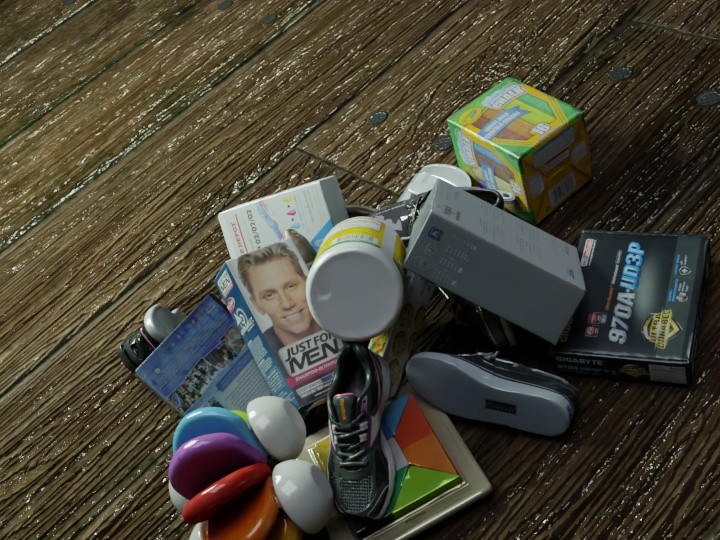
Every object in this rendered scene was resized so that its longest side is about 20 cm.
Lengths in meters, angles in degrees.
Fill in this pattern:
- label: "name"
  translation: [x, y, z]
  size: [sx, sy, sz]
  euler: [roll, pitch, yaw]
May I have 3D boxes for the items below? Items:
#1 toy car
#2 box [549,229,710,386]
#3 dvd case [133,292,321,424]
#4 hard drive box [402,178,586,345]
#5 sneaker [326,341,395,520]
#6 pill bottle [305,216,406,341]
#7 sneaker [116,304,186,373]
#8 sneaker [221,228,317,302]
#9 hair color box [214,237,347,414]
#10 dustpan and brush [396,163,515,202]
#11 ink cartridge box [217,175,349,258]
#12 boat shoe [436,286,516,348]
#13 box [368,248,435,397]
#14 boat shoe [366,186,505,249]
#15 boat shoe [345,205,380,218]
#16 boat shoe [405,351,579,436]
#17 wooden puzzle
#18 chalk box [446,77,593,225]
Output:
- label: "toy car"
  translation: [-0.141, 0.231, 1.072]
  size: [0.174, 0.150, 0.201]
  euler: [-38, 51, 12]
- label: "box"
  translation: [0.325, 0.040, 1.181]
  size: [0.157, 0.046, 0.201]
  euler: [4, 49, 26]
- label: "dvd case"
  translation: [-0.156, 0.140, 1.212]
  size: [0.200, 0.018, 0.143]
  euler: [41, 61, 2]
- label: "hard drive box"
  translation: [0.158, -0.016, 1.171]
  size: [0.198, 0.077, 0.156]
  euler: [27, 21, -1]
- label: "sneaker"
  translation: [-0.011, 0.171, 1.093]
  size: [0.079, 0.086, 0.202]
  euler: [-11, 60, 14]
- label: "pill bottle"
  translation: [0.000, 0.000, 1.177]
  size: [0.111, 0.114, 0.200]
  euler: [-15, 15, 8]
- label: "sneaker"
  translation: [-0.276, 0.100, 1.307]
  size: [0.099, 0.071, 0.200]
  euler: [-37, -1, -2]
- label: "sneaker"
  translation: [-0.139, 0.019, 1.339]
  size: [0.199, 0.070, 0.076]
  euler: [-32, 78, 20]
- label: "hair color box"
  translation: [-0.089, 0.070, 1.219]
  size: [0.099, 0.061, 0.201]
  euler: [-22, 76, -31]
- label: "dustpan and brush"
  translation: [0.130, -0.101, 1.397]
  size: [0.198, 0.058, 0.140]
  euler: [13, 53, 30]
- label: "ink cartridge box"
  translation: [-0.114, -0.047, 1.375]
  size: [0.198, 0.116, 0.068]
  euler: [-15, 7, 23]
- label: "boat shoe"
  translation: [0.137, 0.038, 1.247]
  size: [0.060, 0.073, 0.202]
  euler: [-25, 36, -1]
- label: "box"
  translation: [0.050, 0.061, 1.224]
  size: [0.039, 0.041, 0.201]
  euler: [-14, 45, 50]
- label: "boat shoe"
  translation: [0.094, -0.075, 1.308]
  size: [0.197, 0.065, 0.073]
  euler: [-9, 69, 3]
- label: "boat shoe"
  translation: [-0.018, -0.064, 1.418]
  size: [0.198, 0.073, 0.076]
  euler: [6, 16, 29]
- label: "boat shoe"
  translation: [0.152, 0.127, 1.140]
  size: [0.197, 0.074, 0.068]
  euler: [10, 33, 23]
- label: "wooden puzzle"
  translation: [0.028, 0.221, 1.128]
  size: [0.184, 0.037, 0.200]
  euler: [-28, 42, -5]
- label: "chalk box"
  translation: [0.211, -0.179, 1.396]
  size: [0.124, 0.125, 0.200]
  euler: [-37, 44, -16]
